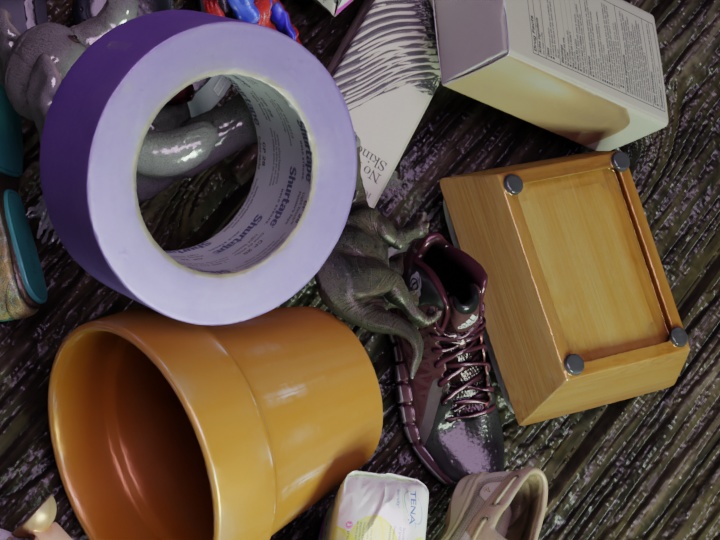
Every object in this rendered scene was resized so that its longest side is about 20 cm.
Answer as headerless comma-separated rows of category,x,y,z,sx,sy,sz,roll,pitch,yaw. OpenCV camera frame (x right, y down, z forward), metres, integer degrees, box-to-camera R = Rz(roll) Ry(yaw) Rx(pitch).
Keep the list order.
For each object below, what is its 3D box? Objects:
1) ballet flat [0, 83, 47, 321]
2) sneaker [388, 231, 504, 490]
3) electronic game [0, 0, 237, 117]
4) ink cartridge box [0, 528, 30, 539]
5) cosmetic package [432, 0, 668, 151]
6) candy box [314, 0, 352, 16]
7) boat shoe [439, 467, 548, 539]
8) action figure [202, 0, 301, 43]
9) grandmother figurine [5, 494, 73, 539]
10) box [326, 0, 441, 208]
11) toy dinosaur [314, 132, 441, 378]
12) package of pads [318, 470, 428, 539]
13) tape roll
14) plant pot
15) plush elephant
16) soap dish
ballet flat,-0.275,-0.059,1.624,0.070,0.071,0.202,-6,76,-20
sneaker,0.069,0.065,1.673,0.075,0.115,0.201,-17,81,-22
electronic game,-0.180,-0.197,1.699,0.198,0.042,0.202,3,82,-21
ink cartridge box,-0.272,0.248,1.526,0.199,0.084,0.146,23,70,-13
cosmetic package,0.148,-0.172,1.738,0.199,0.071,0.106,19,58,-42
candy box,-0.048,-0.306,1.728,0.200,0.061,0.136,38,62,17
boat shoe,0.092,0.214,1.595,0.072,0.065,0.201,57,31,-25
action figure,-0.085,-0.206,1.688,0.065,0.051,0.201,-49,131,-45
grandmother figurine,-0.167,0.252,1.487,0.200,0.061,0.121,45,74,-3
box,0.009,-0.136,1.733,0.082,0.068,0.201,30,68,-10
toy dinosaur,0.000,0.000,1.624,0.102,0.077,0.201,9,57,-25
package of pads,-0.001,0.251,1.575,0.068,0.155,0.202,8,72,-5
tape roll,-0.107,-0.070,1.493,0.199,0.085,0.202,-7,103,-29
plant pot,-0.090,0.109,1.579,0.182,0.200,0.201,-19,82,-37
plush elephant,-0.183,-0.131,1.572,0.200,0.155,0.165,-38,45,-8
soap dish,0.162,0.005,1.726,0.156,0.081,0.201,-11,77,-33
